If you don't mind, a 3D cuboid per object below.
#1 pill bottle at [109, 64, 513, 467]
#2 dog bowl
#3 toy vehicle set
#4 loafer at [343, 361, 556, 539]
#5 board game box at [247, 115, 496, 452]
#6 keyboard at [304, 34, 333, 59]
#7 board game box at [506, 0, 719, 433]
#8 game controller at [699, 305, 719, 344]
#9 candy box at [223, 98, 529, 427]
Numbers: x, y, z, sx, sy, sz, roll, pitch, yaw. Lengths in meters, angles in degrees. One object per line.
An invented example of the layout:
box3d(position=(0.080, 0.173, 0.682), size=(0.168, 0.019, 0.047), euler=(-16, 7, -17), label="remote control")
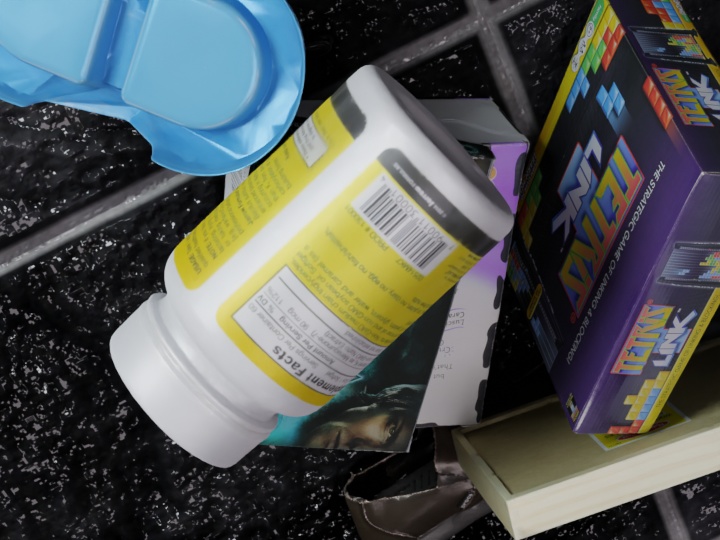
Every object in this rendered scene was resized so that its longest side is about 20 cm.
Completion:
box3d(position=(-0.028, 0.001, 0.851), size=(0.200, 0.114, 0.114), euler=(-43, 123, 11), label="pill bottle")
box3d(position=(-0.118, -0.126, 0.853), size=(0.199, 0.050, 0.112), euler=(22, 107, 5), label="dog bowl")
box3d(position=(0.166, 0.098, 1.013), size=(0.199, 0.124, 0.027), euler=(-18, 107, -6), label="toy vehicle set")
box3d(position=(0.073, 0.122, 1.100), size=(0.200, 0.073, 0.071), euler=(-38, 125, 6), label="loafer")
box3d(position=(-0.012, 0.013, 0.948), size=(0.134, 0.028, 0.201), euler=(5, 117, -19), label="board game box")
box3d(position=(-0.073, -0.151, 0.917), size=(0.199, 0.021, 0.128), euler=(-26, 121, -1), label="keyboard")
box3d(position=(0.153, -0.032, 0.956), size=(0.056, 0.166, 0.201), euler=(3, 131, -19), label="board game box")
box3d(position=(0.230, -0.031, 1.089), size=(0.104, 0.042, 0.201), euler=(-3, 122, -34), label="game controller")
box3d(position=(0.000, 0.000, 1.005), size=(0.167, 0.072, 0.201), euler=(-2, 120, -17), label="candy box")
